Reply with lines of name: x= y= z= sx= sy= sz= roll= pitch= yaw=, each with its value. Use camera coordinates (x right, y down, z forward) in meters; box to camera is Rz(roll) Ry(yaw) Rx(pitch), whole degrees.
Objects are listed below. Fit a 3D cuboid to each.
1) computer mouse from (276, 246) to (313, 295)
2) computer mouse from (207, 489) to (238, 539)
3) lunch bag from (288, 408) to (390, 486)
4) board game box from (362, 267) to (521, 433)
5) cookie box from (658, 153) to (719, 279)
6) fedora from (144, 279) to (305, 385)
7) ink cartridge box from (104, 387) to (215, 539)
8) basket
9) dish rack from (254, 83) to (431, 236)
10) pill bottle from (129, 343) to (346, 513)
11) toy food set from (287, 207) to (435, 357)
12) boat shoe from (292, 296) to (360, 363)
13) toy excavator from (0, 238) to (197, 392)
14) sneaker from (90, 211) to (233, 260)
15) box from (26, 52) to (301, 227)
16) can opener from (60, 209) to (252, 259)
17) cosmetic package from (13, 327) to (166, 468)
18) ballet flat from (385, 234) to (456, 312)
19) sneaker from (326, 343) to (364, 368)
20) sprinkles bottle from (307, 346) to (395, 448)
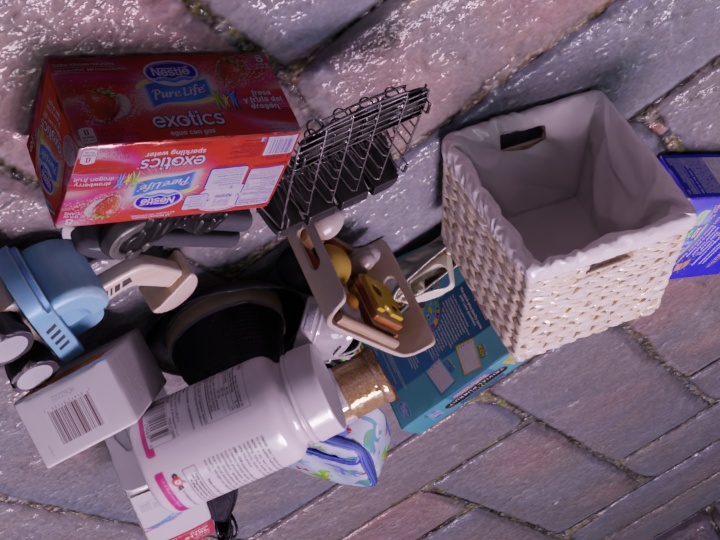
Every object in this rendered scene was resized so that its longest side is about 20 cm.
computer mouse: x=-0.027 y=0.029 z=1.504 sx=0.058 sy=0.034 sz=0.200 roll=-26 pitch=143 yaw=23
computer mouse: x=-0.177 y=0.245 z=1.680 sx=0.052 sy=0.139 sz=0.201 roll=-19 pitch=149 yaw=-11
lunch bag: x=-0.068 y=0.184 z=1.621 sx=0.198 sy=0.083 sz=0.161 roll=15 pitch=156 yaw=13
board game box: x=0.104 y=0.072 z=1.598 sx=0.199 sy=0.152 sz=0.047 roll=-37 pitch=151 yaw=21
cookie box: x=0.410 y=-0.065 z=1.702 sx=0.198 sy=0.076 sz=0.172 roll=-4 pitch=145 yaw=-35
fedora: x=-0.139 y=0.095 z=1.477 sx=0.198 sy=0.093 sz=0.201 roll=-13 pitch=152 yaw=-7
ink cartridge box: x=-0.237 y=0.220 z=1.572 sx=0.082 sy=0.147 sz=0.201 roll=-21 pitch=152 yaw=-11
basket: x=0.200 y=-0.048 z=1.406 sx=0.196 sy=0.201 sz=0.162 roll=-18 pitch=145 yaw=-17
dish rack: x=-0.017 y=-0.109 z=1.244 sx=0.152 sy=0.055 sz=0.200 roll=-27 pitch=163 yaw=-20
pill bottle: x=-0.122 y=0.156 z=1.385 sx=0.198 sy=0.114 sz=0.114 roll=-23 pitch=153 yaw=5
toy food set: x=0.000 y=0.000 z=1.398 sx=0.060 sy=0.145 sz=0.199 roll=-36 pitch=150 yaw=17
boat shoe: x=-0.032 y=0.070 z=1.481 sx=0.068 sy=0.073 sz=0.200 roll=18 pitch=163 yaw=1
toy excavator: x=-0.259 y=0.022 z=1.287 sx=0.199 sy=0.100 sz=0.195 roll=-32 pitch=154 yaw=-7
sneaker: x=-0.170 y=-0.074 z=1.217 sx=0.199 sy=0.079 sz=0.076 roll=-22 pitch=155 yaw=-55
box: x=-0.162 y=-0.110 z=1.127 sx=0.198 sy=0.096 sz=0.100 roll=-8 pitch=146 yaw=-31
can opener: x=-0.184 y=-0.033 z=1.271 sx=0.198 sy=0.067 sz=0.053 roll=2 pitch=143 yaw=-41
cosmetic package: x=-0.264 y=0.122 z=1.364 sx=0.101 sy=0.072 sz=0.200 roll=-27 pitch=-175 yaw=2
ballet flat: x=0.106 y=-0.016 z=1.544 sx=0.199 sy=0.064 sz=0.067 roll=-34 pitch=151 yaw=14
sneaker: x=-0.031 y=0.122 z=1.670 sx=0.083 sy=0.077 sz=0.201 roll=-16 pitch=145 yaw=5
sprinkles bottle: x=-0.061 y=0.159 z=1.509 sx=0.198 sy=0.069 sz=0.068 roll=-29 pitch=152 yaw=-2
